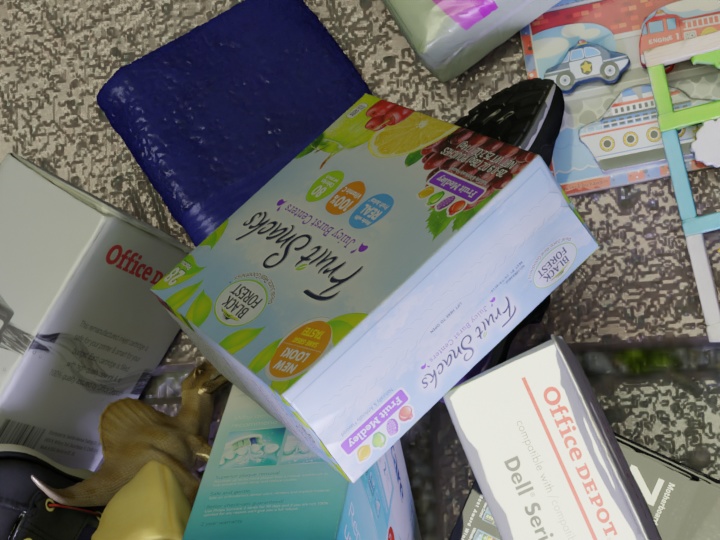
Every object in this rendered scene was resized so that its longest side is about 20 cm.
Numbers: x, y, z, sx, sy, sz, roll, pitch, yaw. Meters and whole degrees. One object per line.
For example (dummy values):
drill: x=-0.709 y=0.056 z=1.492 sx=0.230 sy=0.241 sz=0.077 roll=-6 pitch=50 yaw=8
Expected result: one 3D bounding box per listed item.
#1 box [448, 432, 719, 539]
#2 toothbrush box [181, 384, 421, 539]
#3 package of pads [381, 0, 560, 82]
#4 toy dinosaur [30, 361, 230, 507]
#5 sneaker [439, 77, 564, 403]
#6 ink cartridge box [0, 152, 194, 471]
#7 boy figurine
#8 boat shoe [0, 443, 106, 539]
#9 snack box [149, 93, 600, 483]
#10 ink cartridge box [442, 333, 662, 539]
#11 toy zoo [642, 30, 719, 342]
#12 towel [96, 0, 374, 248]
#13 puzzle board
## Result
box: x=0.119 y=0.190 z=1.013 sx=0.160 sy=0.049 sz=0.201 roll=25 pitch=88 yaw=11
toothbrush box: x=-0.028 y=0.156 z=0.954 sx=0.085 sy=0.200 sz=0.147 roll=-6 pitch=120 yaw=11
package of pads: x=0.082 y=-0.231 z=1.063 sx=0.199 sy=0.068 sz=0.155 roll=-34 pitch=69 yaw=5
toy dinosaur: x=-0.116 y=0.118 z=1.029 sx=0.101 sy=0.200 sz=0.058 roll=49 pitch=123 yaw=2
sneaker: x=0.074 y=-0.015 z=1.030 sx=0.075 sy=0.088 sz=0.201 roll=-6 pitch=48 yaw=49
ink cartridge box: x=-0.190 y=0.048 z=1.054 sx=0.083 sy=0.145 sz=0.201 roll=31 pitch=90 yaw=23
boy figurine: x=-0.131 y=0.191 z=0.965 sx=0.201 sy=0.124 sz=0.065 roll=-60 pitch=29 yaw=23
boat shoe: x=-0.181 y=0.142 z=0.982 sx=0.074 sy=0.201 sz=0.063 roll=-42 pitch=61 yaw=13
snack box: x=0.000 y=0.000 z=0.927 sx=0.169 sy=0.200 sz=0.068 roll=-42 pitch=115 yaw=-8
ink cartridge box: x=0.098 y=0.102 z=0.902 sx=0.067 sy=0.200 sz=0.118 roll=-25 pitch=78 yaw=6
toy zoo: x=0.244 y=-0.041 z=1.021 sx=0.130 sy=0.020 sz=0.202 roll=-14 pitch=87 yaw=11
towel: x=-0.048 y=-0.059 z=1.079 sx=0.147 sy=0.050 sz=0.201 roll=-30 pitch=75 yaw=-17
puzzle board: x=0.194 y=-0.134 z=1.057 sx=0.198 sy=0.017 sz=0.152 roll=-11 pitch=80 yaw=12
